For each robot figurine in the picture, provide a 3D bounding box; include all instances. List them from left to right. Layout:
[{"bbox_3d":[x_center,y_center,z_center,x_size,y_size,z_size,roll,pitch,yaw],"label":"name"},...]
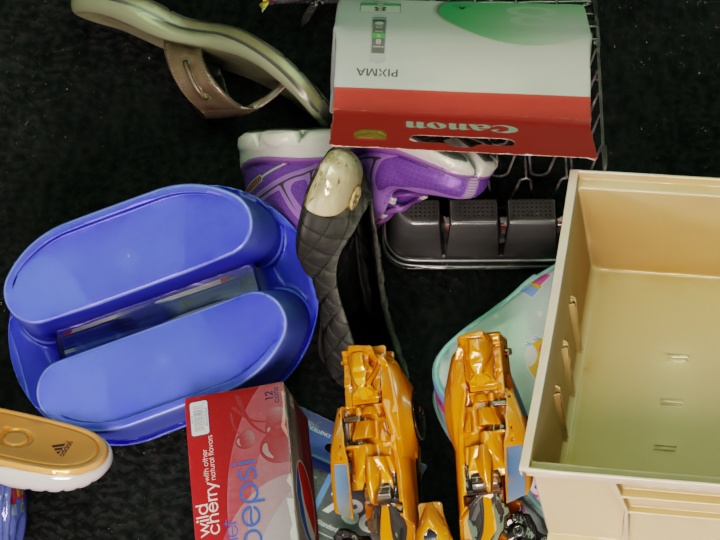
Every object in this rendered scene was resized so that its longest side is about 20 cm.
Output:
[{"bbox_3d":[0.043,0.140,1.419,0.144,0.058,0.202,-8,76,14],"label":"robot figurine"}]

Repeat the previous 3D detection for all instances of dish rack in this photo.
[{"bbox_3d":[0.089,-0.101,1.594,0.152,0.055,0.201,0,64,-1],"label":"dish rack"}]

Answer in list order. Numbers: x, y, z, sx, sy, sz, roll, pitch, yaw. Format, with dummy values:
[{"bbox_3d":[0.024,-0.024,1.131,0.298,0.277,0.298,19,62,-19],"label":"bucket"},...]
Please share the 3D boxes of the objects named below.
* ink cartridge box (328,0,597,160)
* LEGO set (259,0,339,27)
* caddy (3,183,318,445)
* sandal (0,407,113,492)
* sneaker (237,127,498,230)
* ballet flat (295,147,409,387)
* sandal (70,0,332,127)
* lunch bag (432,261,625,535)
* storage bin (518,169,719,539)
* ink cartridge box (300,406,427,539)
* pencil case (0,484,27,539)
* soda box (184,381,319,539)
[{"bbox_3d":[0.061,-0.120,1.482,0.160,0.200,0.050,2,108,1],"label":"ink cartridge box"},{"bbox_3d":[0.021,-0.234,1.577,0.153,0.200,0.117,-11,69,-23],"label":"LEGO set"},{"bbox_3d":[-0.124,0.026,1.505,0.199,0.105,0.142,-19,83,3],"label":"caddy"},{"bbox_3d":[-0.242,0.078,1.431,0.205,0.060,0.079,7,26,9],"label":"sandal"},{"bbox_3d":[0.006,-0.050,1.523,0.080,0.199,0.084,-2,90,-44],"label":"sneaker"},{"bbox_3d":[0.000,0.000,1.469,0.057,0.201,0.067,22,56,24],"label":"ballet flat"},{"bbox_3d":[-0.104,-0.131,1.599,0.200,0.080,0.058,22,83,19],"label":"sandal"},{"bbox_3d":[0.150,0.075,1.501,0.199,0.077,0.161,-35,72,-15],"label":"lunch bag"},{"bbox_3d":[0.206,0.056,1.383,0.197,0.094,0.201,4,56,14],"label":"storage bin"},{"bbox_3d":[-0.043,0.177,1.475,0.099,0.039,0.201,22,67,10],"label":"ink cartridge box"},{"bbox_3d":[-0.297,0.134,1.470,0.198,0.087,0.079,4,106,2],"label":"pencil case"},{"bbox_3d":[-0.058,0.172,1.415,0.063,0.070,0.201,-9,65,8],"label":"soda box"}]
